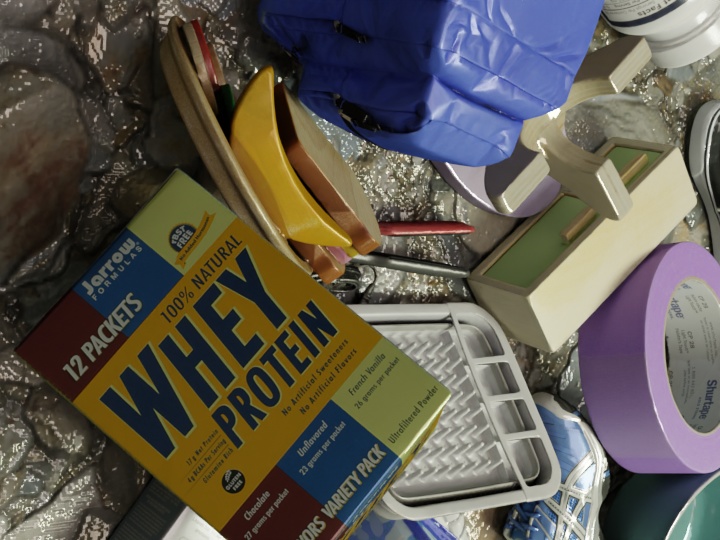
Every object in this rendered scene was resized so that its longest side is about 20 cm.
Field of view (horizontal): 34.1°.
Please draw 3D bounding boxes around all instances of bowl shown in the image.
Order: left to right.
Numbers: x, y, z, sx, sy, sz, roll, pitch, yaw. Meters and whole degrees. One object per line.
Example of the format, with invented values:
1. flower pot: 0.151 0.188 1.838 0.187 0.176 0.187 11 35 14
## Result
1. bowl: 0.303 0.254 1.096 0.201 0.105 0.201 -9 107 -32

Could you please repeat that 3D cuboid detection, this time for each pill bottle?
1. pill bottle: 0.226 -0.265 0.954 0.200 0.116 0.116 43 74 -32

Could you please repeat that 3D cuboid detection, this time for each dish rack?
1. dish rack: 0.053 0.108 0.894 0.200 0.044 0.172 2 59 -43

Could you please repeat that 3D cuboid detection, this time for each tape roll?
1. tape roll: 0.270 0.077 1.033 0.200 0.066 0.200 10 76 -49

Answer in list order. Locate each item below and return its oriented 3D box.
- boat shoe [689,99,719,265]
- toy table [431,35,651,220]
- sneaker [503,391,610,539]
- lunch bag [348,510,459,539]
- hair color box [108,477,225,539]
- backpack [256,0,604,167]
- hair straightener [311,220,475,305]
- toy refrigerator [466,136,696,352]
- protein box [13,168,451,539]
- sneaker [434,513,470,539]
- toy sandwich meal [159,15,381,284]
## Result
1. boat shoe: 0.365 -0.065 1.110 0.074 0.068 0.200 -22 110 -30
2. toy table: 0.129 -0.120 0.913 0.200 0.117 0.184 41 75 -33
3. sneaker: 0.166 0.203 1.017 0.077 0.076 0.200 -19 107 -35
4. lunch bag: 0.026 0.282 0.866 0.170 0.127 0.200 -44 78 3
5. hair color box: -0.109 0.189 0.838 0.099 0.061 0.200 44 74 -31
6. backpack: 0.026 -0.168 0.783 0.162 0.200 0.168 23 92 -49
7. hair straightener: 0.000 0.000 0.891 0.200 0.041 0.077 -1 99 -34
8. toy refrigerator: 0.188 -0.028 0.990 0.200 0.076 0.070 -42 123 -21
9. protein box: -0.066 0.074 0.708 0.198 0.200 0.135 39 81 9
10. sneaker: 0.051 0.245 0.961 0.091 0.078 0.200 -29 111 -9
11. toy sandwich meal: -0.055 -0.081 0.754 0.070 0.205 0.205 -27 115 4
